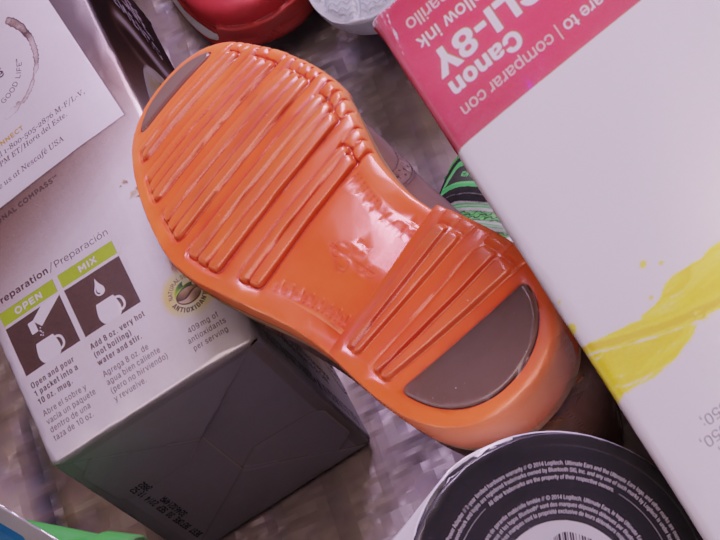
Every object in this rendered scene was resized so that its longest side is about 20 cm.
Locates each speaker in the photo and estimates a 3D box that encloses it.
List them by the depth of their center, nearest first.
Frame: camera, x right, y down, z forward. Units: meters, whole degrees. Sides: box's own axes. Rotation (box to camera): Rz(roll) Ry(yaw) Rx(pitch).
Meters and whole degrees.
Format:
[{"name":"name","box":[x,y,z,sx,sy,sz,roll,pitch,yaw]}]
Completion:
[{"name":"speaker","box":[0.035,0.104,0.638,0.080,0.200,0.082,2,73,-7]}]

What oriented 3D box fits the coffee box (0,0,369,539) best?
[{"name":"coffee box","box":[-0.087,-0.018,0.786,0.079,0.113,0.201,-32,63,5]}]

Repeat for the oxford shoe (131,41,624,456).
[{"name":"oxford shoe","box":[0.000,0.000,0.670,0.071,0.073,0.200,-47,48,2]}]

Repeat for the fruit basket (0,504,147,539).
[{"name":"fruit basket","box":[-0.063,0.166,0.678,0.199,0.186,0.094,30,46,30]}]

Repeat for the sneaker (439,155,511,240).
[{"name":"sneaker","box":[0.112,-0.030,0.735,0.198,0.078,0.086,-13,65,16]}]

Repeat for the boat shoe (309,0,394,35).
[{"name":"boat shoe","box":[0.020,-0.180,0.835,0.073,0.067,0.202,0,80,29]}]

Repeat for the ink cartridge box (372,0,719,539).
[{"name":"ink cartridge box","box":[0.107,0.005,0.601,0.083,0.145,0.201,-37,63,12]}]

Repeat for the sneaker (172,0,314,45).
[{"name":"sneaker","box":[-0.074,-0.185,0.844,0.078,0.116,0.201,-24,63,10]}]
